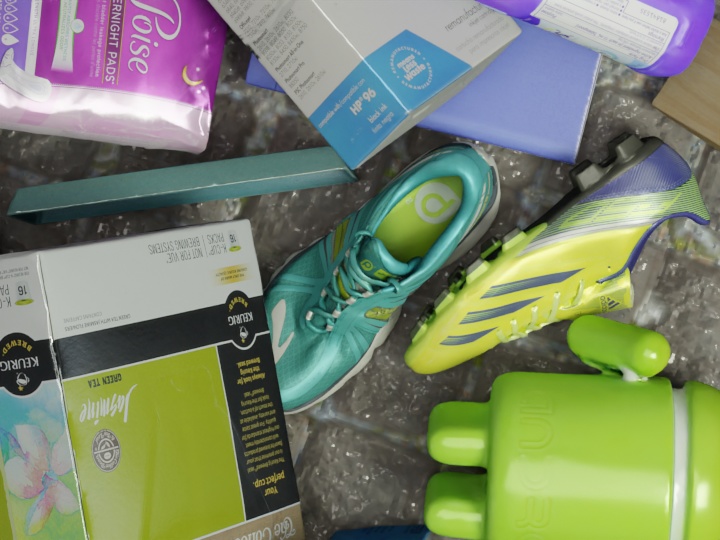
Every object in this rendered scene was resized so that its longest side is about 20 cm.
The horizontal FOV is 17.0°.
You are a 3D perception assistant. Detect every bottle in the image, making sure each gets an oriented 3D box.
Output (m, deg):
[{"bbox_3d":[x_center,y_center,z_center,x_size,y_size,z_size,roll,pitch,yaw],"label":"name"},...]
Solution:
[{"bbox_3d":[0.096,-0.168,1.323,0.200,0.084,0.065,19,103,-25],"label":"bottle"}]

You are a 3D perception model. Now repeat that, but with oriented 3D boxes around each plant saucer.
[{"bbox_3d":[-0.103,-0.050,1.411,0.200,0.070,0.019,-7,86,6],"label":"plant saucer"}]

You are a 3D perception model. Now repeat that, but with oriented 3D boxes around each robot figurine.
[{"bbox_3d":[0.137,0.117,1.369,0.200,0.116,0.176,2,99,3],"label":"robot figurine"}]

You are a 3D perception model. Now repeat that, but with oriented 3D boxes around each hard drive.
[{"bbox_3d":[0.045,-0.150,1.416,0.200,0.025,0.132,14,93,5],"label":"hard drive"}]

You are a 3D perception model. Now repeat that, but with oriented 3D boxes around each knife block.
[{"bbox_3d":[0.262,-0.065,1.323,0.200,0.176,0.064,34,94,4],"label":"knife block"}]

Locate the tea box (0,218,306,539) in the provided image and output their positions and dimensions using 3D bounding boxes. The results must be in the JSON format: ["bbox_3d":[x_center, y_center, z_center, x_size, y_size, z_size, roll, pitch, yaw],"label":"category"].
[{"bbox_3d":[-0.149,0.083,1.338,0.133,0.200,0.197,-10,90,32],"label":"tea box"}]

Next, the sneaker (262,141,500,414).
[{"bbox_3d":[0.000,0.000,1.398,0.077,0.080,0.200,42,96,3],"label":"sneaker"}]

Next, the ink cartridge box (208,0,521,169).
[{"bbox_3d":[-0.020,-0.171,1.345,0.200,0.116,0.068,49,138,2],"label":"ink cartridge box"}]

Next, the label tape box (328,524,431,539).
[{"bbox_3d":[0.013,0.254,1.373,0.066,0.143,0.200,-6,91,6],"label":"label tape box"}]

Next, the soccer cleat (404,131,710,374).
[{"bbox_3d":[0.114,0.005,1.396,0.200,0.065,0.084,-39,95,6],"label":"soccer cleat"}]

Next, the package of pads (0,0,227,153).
[{"bbox_3d":[-0.177,-0.138,1.373,0.200,0.076,0.121,6,91,-18],"label":"package of pads"}]
